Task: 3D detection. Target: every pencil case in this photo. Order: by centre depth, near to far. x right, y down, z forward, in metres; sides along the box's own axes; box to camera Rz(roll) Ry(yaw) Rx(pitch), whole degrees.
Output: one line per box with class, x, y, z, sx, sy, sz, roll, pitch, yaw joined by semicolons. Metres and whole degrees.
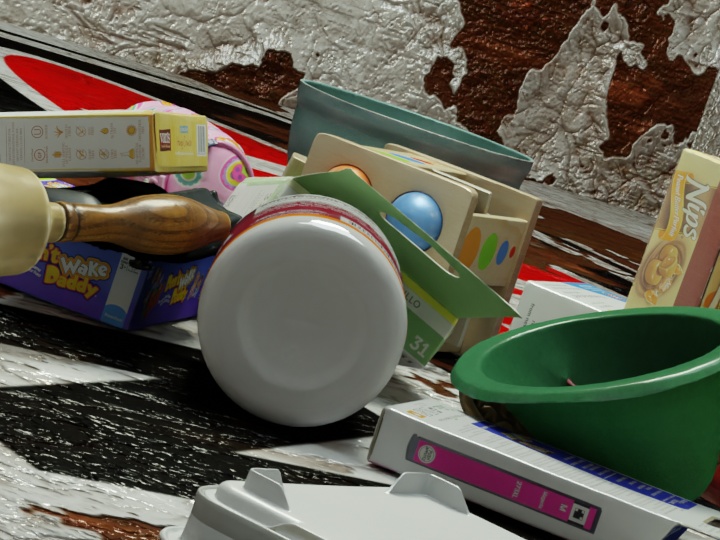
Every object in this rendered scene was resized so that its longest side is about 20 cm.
pencil case;-0.140;-0.078;2.222;0.087;0.088;0.200;17;8;-19

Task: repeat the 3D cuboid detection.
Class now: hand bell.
hand bell;-0.151;-0.025;1.506;0.199;0.105;0.104;1;17;-42

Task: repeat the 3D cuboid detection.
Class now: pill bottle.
pill bottle;-0.031;0.017;1.602;0.113;0.113;0.200;19;6;-2

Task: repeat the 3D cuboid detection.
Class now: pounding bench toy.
pounding bench toy;-0.005;-0.027;2.007;0.199;0.125;0.156;22;7;23

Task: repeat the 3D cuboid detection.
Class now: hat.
hat;0.161;0.124;1.622;0.199;0.177;0.166;-6;14;15

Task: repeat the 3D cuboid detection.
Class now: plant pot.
plant pot;0.025;-0.059;2.322;0.200;0.135;0.200;19;6;-2

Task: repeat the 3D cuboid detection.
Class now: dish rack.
dish rack;0.031;0.124;1.196;0.171;0.044;0.200;24;9;31

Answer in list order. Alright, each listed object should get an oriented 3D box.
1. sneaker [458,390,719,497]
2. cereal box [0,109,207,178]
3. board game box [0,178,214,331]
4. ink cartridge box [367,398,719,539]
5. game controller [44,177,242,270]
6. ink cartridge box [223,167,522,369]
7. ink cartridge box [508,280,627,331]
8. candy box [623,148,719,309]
sneaker;0.148;0.097;1.730;0.199;0.067;0.090;15;-6;-8
cereal box;-0.201;-0.074;1.707;0.199;0.040;0.144;-1;3;10
board game box;-0.167;-0.012;1.750;0.134;0.045;0.200;20;6;10
ink cartridge box;0.108;0.117;1.522;0.199;0.037;0.095;19;5;15
game controller;-0.131;-0.028;1.662;0.104;0.042;0.200;6;4;9
ink cartridge box;0.000;0.000;1.769;0.145;0.048;0.200;40;-11;-15
ink cartridge box;0.206;0.079;1.916;0.199;0.085;0.144;23;7;20
candy box;0.256;-0.005;1.874;0.055;0.116;0.200;24;7;34
